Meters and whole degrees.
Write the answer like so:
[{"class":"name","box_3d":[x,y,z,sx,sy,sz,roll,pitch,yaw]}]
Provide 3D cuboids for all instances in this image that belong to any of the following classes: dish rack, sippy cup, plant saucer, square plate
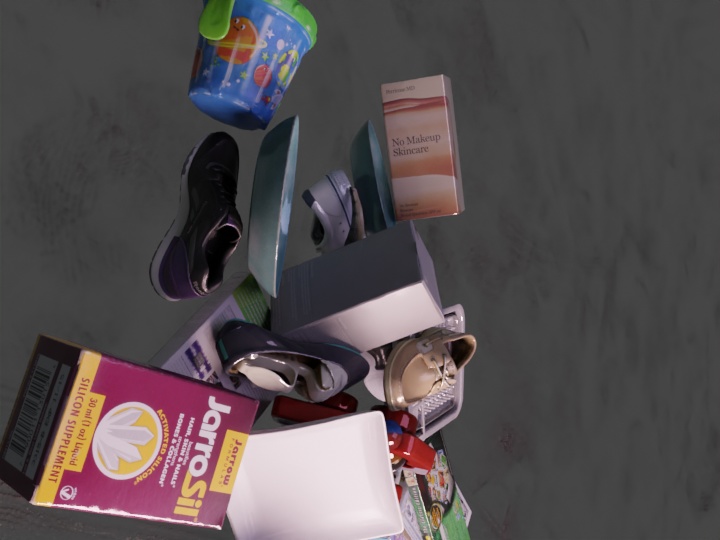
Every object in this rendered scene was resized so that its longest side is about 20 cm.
[{"class":"dish rack","box_3d":[0.094,0.141,1.149,0.199,0.043,0.176,-11,102,-60]},{"class":"sippy cup","box_3d":[-0.130,-0.235,0.908,0.176,0.138,0.133,25,79,-41]},{"class":"plant saucer","box_3d":[0.018,-0.104,1.121,0.200,0.035,0.205,-12,91,-82]},{"class":"plant saucer","box_3d":[-0.099,-0.074,0.907,0.200,0.035,0.205,-173,-90,-87]},{"class":"square plate","box_3d":[-0.059,0.238,0.907,0.029,0.195,0.201,-98,178,-56]}]

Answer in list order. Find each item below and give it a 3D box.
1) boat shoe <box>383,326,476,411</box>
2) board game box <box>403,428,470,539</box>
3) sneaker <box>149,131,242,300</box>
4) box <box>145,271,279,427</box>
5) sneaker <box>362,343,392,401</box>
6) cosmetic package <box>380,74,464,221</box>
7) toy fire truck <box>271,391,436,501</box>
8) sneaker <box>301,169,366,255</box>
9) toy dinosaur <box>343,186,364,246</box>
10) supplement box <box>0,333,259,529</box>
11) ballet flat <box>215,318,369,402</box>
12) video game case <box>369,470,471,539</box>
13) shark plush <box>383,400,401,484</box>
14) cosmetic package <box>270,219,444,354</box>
[{"class":"boat shoe","box_3d":[0.090,0.119,1.021,0.199,0.064,0.074,-26,110,-59]},{"class":"board game box","box_3d":[0.117,0.354,1.216,0.105,0.023,0.204,-37,116,-55]},{"class":"sneaker","box_3d":[-0.155,-0.061,0.887,0.075,0.086,0.204,36,59,-46]},{"class":"box","box_3d":[-0.158,0.118,0.917,0.200,0.036,0.146,-49,126,-42]},{"class":"sneaker","box_3d":[0.038,0.081,1.160,0.114,0.074,0.203,-50,136,-45]},{"class":"cosmetic package","box_3d":[0.095,-0.183,1.217,0.087,0.101,0.205,-29,112,-74]},{"class":"toy fire truck","box_3d":[-0.006,0.204,0.974,0.168,0.196,0.114,87,19,-70]},{"class":"sneaker","box_3d":[-0.031,-0.045,1.084,0.073,0.070,0.202,-120,-171,-48]},{"class":"toy dinosaur","box_3d":[0.000,0.000,1.040,0.048,0.086,0.204,-87,-167,-66]},{"class":"supplement box","box_3d":[-0.212,0.152,0.748,0.198,0.102,0.134,25,77,-43]},{"class":"ballet flat","box_3d":[-0.071,0.113,0.908,0.197,0.073,0.075,20,70,-29]},{"class":"video game case","box_3d":[0.096,0.387,1.240,0.202,0.045,0.183,61,39,-32]},{"class":"shark plush","box_3d":[0.022,0.270,1.137,0.082,0.091,0.203,31,64,-15]},{"class":"cosmetic package","box_3d":[-0.007,0.033,0.965,0.108,0.196,0.091,-95,162,-44]}]
